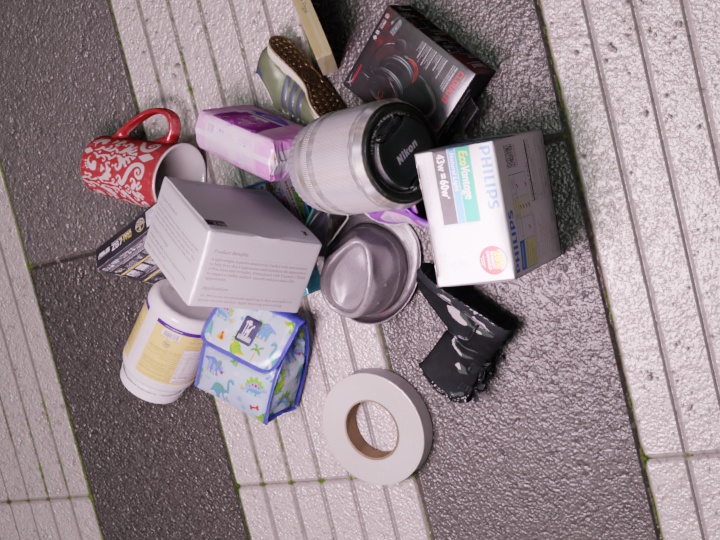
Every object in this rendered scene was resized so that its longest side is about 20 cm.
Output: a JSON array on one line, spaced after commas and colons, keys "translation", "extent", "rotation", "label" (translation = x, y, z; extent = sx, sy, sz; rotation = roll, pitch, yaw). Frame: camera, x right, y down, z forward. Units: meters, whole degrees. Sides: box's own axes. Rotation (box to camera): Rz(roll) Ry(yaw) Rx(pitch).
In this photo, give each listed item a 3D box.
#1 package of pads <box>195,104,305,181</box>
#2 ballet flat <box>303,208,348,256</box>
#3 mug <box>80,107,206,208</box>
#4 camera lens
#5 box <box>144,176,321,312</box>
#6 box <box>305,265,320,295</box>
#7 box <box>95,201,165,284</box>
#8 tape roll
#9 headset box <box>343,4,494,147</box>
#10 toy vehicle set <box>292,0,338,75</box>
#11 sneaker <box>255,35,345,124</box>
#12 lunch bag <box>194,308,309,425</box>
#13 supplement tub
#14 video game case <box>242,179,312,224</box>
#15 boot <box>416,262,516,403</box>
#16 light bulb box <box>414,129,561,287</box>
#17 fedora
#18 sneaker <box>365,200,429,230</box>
[{"translation": [-0.165, -0.212, 1.730], "extent": [0.200, 0.120, 0.076], "rotation": [27, 119, 38], "label": "package of pads"}, {"translation": [-0.045, -0.113, 1.703], "extent": [0.073, 0.073, 0.200], "rotation": [22, 93, 25], "label": "ballet flat"}, {"translation": [-0.388, -0.196, 1.907], "extent": [0.200, 0.133, 0.178], "rotation": [13, 71, 32], "label": "mug"}, {"translation": [0.006, -0.165, 1.566], "extent": [0.200, 0.160, 0.160], "rotation": [-2, 101, 52], "label": "camera lens"}, {"translation": [-0.203, -0.040, 1.653], "extent": [0.200, 0.199, 0.131], "rotation": [45, 120, 48], "label": "box"}, {"translation": [-0.139, -0.048, 1.818], "extent": [0.082, 0.049, 0.200], "rotation": [-19, 92, 32], "label": "box"}, {"translation": [-0.348, -0.045, 1.877], "extent": [0.200, 0.161, 0.049], "rotation": [-33, 55, 33], "label": "box"}, {"translation": [0.027, 0.268, 1.800], "extent": [0.203, 0.037, 0.203], "rotation": [7, 104, 29], "label": "tape roll"}, {"translation": [0.095, -0.287, 1.608], "extent": [0.200, 0.075, 0.149], "rotation": [42, 119, 16], "label": "headset box"}, {"translation": [-0.089, -0.415, 1.662], "extent": [0.026, 0.124, 0.200], "rotation": [-23, 89, 2], "label": "toy vehicle set"}, {"translation": [-0.101, -0.285, 1.739], "extent": [0.200, 0.067, 0.090], "rotation": [53, 137, 4], "label": "sneaker"}, {"translation": [-0.185, 0.142, 1.843], "extent": [0.170, 0.127, 0.200], "rotation": [25, 113, 23], "label": "lunch bag"}, {"translation": [-0.348, 0.130, 1.928], "extent": [0.145, 0.145, 0.200], "rotation": [39, 118, 18], "label": "supplement tub"}, {"translation": [-0.166, -0.076, 1.787], "extent": [0.200, 0.018, 0.143], "rotation": [-15, 92, 29], "label": "video game case"}, {"translation": [0.141, 0.104, 1.677], "extent": [0.198, 0.073, 0.163], "rotation": [37, 121, 18], "label": "boot"}, {"translation": [0.189, -0.093, 1.523], "extent": [0.125, 0.200, 0.198], "rotation": [-7, 97, 31], "label": "light bulb box"}, {"translation": [0.000, 0.000, 1.721], "extent": [0.177, 0.090, 0.200], "rotation": [36, 117, 19], "label": "fedora"}, {"translation": [0.079, -0.105, 1.643], "extent": [0.200, 0.088, 0.081], "rotation": [16, 89, 26], "label": "sneaker"}]
